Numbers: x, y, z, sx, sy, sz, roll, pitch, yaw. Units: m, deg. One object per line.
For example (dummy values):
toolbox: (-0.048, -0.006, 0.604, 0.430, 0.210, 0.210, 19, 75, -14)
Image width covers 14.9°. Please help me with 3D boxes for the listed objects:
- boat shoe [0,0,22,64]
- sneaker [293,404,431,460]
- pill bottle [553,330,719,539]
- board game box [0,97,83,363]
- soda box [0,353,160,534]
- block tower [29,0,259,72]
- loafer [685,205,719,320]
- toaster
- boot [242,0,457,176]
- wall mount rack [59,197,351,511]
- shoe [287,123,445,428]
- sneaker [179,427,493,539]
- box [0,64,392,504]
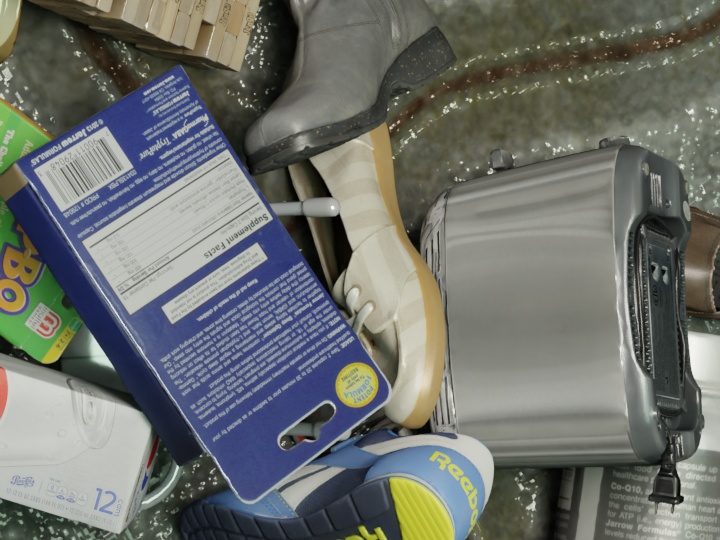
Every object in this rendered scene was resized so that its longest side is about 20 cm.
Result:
boat shoe: (-0.205, -0.207, 1.408, 0.064, 0.073, 0.202, -1, 91, -28)
sneaker: (0.022, 0.114, 1.503, 0.077, 0.082, 0.201, -24, 100, -20)
pill bottle: (0.167, 0.134, 1.548, 0.112, 0.113, 0.202, 9, 88, -22)
board game box: (-0.208, -0.048, 1.392, 0.200, 0.030, 0.096, 37, 94, 1)
soda box: (-0.200, 0.070, 1.376, 0.199, 0.068, 0.064, 17, 92, 2)
block tower: (-0.133, -0.154, 1.403, 0.200, 0.054, 0.058, 23, 80, -53)
loafer: (0.178, -0.010, 1.572, 0.199, 0.071, 0.074, 5, 89, -23)
toaster: (0.108, 0.032, 1.468, 0.114, 0.128, 0.202, 11, 75, -66)
boot: (-0.029, -0.136, 1.453, 0.132, 0.069, 0.200, 65, 28, -12)
wall mount rack: (-0.096, 0.028, 1.442, 0.172, 0.075, 0.202, -3, 92, -6)
shoe: (0.000, 0.000, 1.462, 0.053, 0.070, 0.201, 3, 49, -20)
sneaker: (-0.011, 0.130, 1.444, 0.082, 0.199, 0.074, -43, 113, -44)
box: (-0.080, 0.010, 1.362, 0.121, 0.032, 0.201, -34, 91, -40)
